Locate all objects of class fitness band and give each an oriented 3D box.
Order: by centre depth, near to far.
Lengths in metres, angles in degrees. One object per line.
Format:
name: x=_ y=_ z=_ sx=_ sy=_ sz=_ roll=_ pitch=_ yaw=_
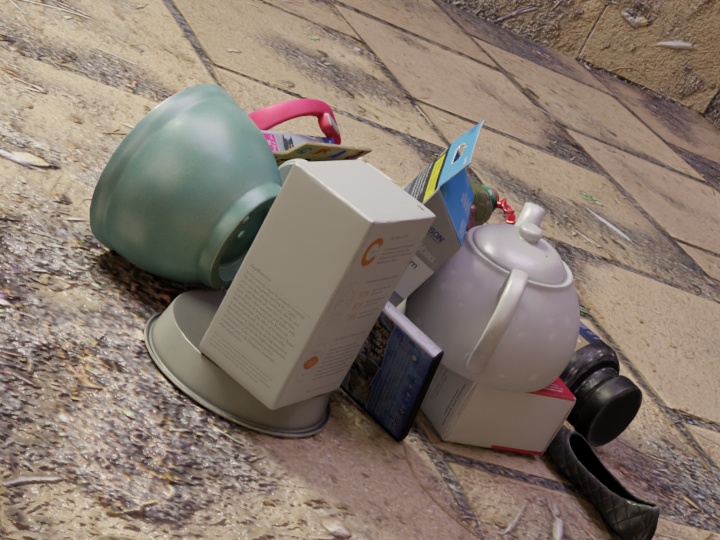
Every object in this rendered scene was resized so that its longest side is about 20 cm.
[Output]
fitness band: x=-0.099 y=-0.166 z=1.853 sx=0.200 sy=0.142 sz=0.038 roll=56 pitch=18 yaw=-78

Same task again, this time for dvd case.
dvd case: x=-0.011 y=0.060 z=1.440 sx=0.200 sy=0.143 sz=0.018 roll=42 pitch=52 yaw=19

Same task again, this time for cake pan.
cake pan: x=-0.109 y=0.083 z=1.410 sx=0.199 sy=0.037 sz=0.201 roll=26 pitch=20 yaw=-10

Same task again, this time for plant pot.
plant pot: x=-0.154 y=-0.065 z=1.478 sx=0.134 sy=0.201 sz=0.200 roll=40 pitch=22 yaw=19

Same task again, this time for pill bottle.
pill bottle: x=0.227 y=0.108 z=1.703 sx=0.111 sy=0.112 sz=0.200 roll=6 pitch=30 yaw=-48

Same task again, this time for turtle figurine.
turtle figurine: x=0.095 y=-0.059 z=1.665 sx=0.199 sy=0.101 sz=0.150 roll=-14 pitch=52 yaw=-39

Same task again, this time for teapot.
teapot: x=0.147 y=0.020 z=1.507 sx=0.196 sy=0.147 sz=0.200 roll=2 pitch=32 yaw=-38

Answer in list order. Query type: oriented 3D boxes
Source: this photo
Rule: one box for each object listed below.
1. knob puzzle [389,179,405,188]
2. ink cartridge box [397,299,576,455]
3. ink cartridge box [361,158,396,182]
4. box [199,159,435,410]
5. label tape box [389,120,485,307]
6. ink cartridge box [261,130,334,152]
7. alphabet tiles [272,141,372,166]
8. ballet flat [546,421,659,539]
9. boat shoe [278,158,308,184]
knob puzzle: x=0.042 y=-0.067 z=1.915 sx=0.219 sy=0.031 sz=0.220 roll=37 pitch=-9 yaw=7
ink cartridge box: x=0.118 y=0.102 z=1.604 sx=0.147 sy=0.086 sz=0.200 roll=12 pitch=25 yaw=-33
ink cartridge box: x=0.078 y=-0.077 z=2.051 sx=0.199 sy=0.044 sz=0.174 roll=36 pitch=1 yaw=18
box: x=-0.039 y=0.010 z=1.332 sx=0.097 sy=0.201 sz=0.124 roll=37 pitch=21 yaw=21
label tape box: x=0.065 y=-0.048 z=1.482 sx=0.066 sy=0.200 sz=0.143 roll=44 pitch=23 yaw=-10
ink cartridge box: x=-0.112 y=-0.130 z=1.809 sx=0.199 sy=0.119 sz=0.042 roll=2 pitch=69 yaw=-54
alphabet tiles: x=-0.087 y=-0.120 z=1.783 sx=0.199 sy=0.166 sz=0.006 roll=-1 pitch=71 yaw=-54
ballet flat: x=0.256 y=0.215 z=1.562 sx=0.066 sy=0.057 sz=0.200 roll=15 pitch=24 yaw=-36
boat shoe: x=-0.044 y=-0.016 z=1.540 sx=0.073 sy=0.202 sz=0.067 roll=-2 pitch=-1 yaw=32
